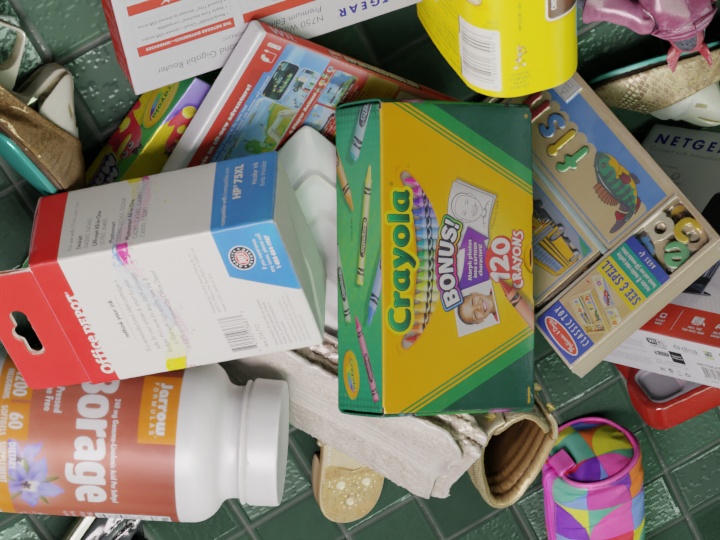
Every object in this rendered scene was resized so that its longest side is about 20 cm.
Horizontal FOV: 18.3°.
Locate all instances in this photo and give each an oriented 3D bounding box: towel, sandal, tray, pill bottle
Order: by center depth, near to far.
[{"bbox_3d":[0.000,0.000,1.484,0.200,0.022,0.107,37,101,-29],"label":"tray"},{"bbox_3d":[-0.151,0.111,1.502,0.199,0.112,0.112,2,126,3],"label":"pill bottle"},{"bbox_3d":[-0.014,0.090,1.538,0.200,0.035,0.133,29,156,1],"label":"towel"},{"bbox_3d":[0.000,0.113,1.638,0.077,0.070,0.212,-12,127,-16],"label":"sandal"}]

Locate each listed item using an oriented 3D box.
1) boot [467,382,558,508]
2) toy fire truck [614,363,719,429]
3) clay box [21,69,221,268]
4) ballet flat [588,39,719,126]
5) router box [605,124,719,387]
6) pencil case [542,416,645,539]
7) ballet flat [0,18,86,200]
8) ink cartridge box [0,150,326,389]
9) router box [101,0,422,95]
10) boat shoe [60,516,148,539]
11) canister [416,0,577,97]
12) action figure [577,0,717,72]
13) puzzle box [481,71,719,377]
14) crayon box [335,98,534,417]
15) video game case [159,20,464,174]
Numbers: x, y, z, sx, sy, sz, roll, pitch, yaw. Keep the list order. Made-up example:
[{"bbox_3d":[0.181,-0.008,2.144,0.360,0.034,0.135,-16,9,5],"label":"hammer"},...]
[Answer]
[{"bbox_3d":[0.090,0.050,1.576,0.073,0.156,0.200,-2,123,-22],"label":"boot"},{"bbox_3d":[0.267,0.028,1.631,0.200,0.168,0.112,-22,130,-8],"label":"toy fire truck"},{"bbox_3d":[-0.130,-0.037,1.486,0.115,0.048,0.200,26,108,-37],"label":"clay box"},{"bbox_3d":[0.258,-0.138,1.567,0.200,0.071,0.065,-22,93,-6],"label":"ballet flat"},{"bbox_3d":[0.248,-0.009,1.527,0.180,0.200,0.049,-55,135,-26],"label":"router box"},{"bbox_3d":[0.186,0.214,1.785,0.088,0.088,0.200,-16,126,-13],"label":"pencil case"},{"bbox_3d":[-0.225,-0.114,1.391,0.200,0.068,0.072,41,82,-35],"label":"ballet flat"},{"bbox_3d":[-0.132,0.003,1.411,0.199,0.067,0.116,-10,135,11],"label":"ink cartridge box"},{"bbox_3d":[-0.072,-0.222,1.381,0.200,0.049,0.180,-19,129,-11],"label":"router box"},{"bbox_3d":[-0.170,0.185,1.605,0.066,0.075,0.200,33,99,-6],"label":"boat shoe"},{"bbox_3d":[0.081,-0.226,1.384,0.086,0.149,0.200,-15,130,-13],"label":"canister"},{"bbox_3d":[0.199,-0.214,1.452,0.134,0.149,0.200,-31,116,-8],"label":"action figure"},{"bbox_3d":[0.137,-0.043,1.508,0.133,0.200,0.025,-42,150,8],"label":"puzzle box"},{"bbox_3d":[0.048,-0.008,1.444,0.119,0.058,0.201,-1,90,-31],"label":"crayon box"},{"bbox_3d":[-0.026,-0.073,1.471,0.200,0.017,0.143,17,114,-39],"label":"video game case"}]
